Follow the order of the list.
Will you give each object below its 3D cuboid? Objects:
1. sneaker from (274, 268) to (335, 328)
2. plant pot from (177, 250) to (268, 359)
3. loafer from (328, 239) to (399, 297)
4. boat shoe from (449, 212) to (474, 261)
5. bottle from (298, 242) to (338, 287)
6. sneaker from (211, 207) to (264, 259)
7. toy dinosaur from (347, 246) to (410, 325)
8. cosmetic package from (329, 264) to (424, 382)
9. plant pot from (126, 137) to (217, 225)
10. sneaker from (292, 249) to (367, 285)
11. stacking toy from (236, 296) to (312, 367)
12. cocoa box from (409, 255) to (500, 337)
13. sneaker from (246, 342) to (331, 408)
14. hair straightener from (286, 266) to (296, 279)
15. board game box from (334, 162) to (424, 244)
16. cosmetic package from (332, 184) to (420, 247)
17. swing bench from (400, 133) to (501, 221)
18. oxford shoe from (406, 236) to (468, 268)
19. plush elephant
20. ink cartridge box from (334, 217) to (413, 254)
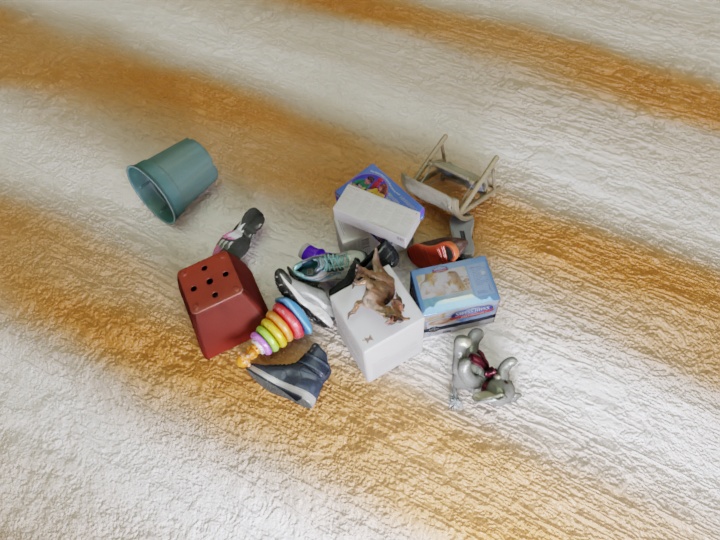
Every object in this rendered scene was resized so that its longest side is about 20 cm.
[{"bbox_3d":[-0.135,0.059,1.434,0.200,0.074,0.080,42,70,-18],"label":"sneaker"},{"bbox_3d":[-0.358,0.070,1.453,0.198,0.177,0.201,-25,62,-9],"label":"plant pot"},{"bbox_3d":[0.000,0.000,1.390,0.200,0.071,0.068,-35,20,6],"label":"loafer"},{"bbox_3d":[0.275,-0.088,1.554,0.068,0.057,0.201,3,42,5],"label":"boat shoe"},{"bbox_3d":[-0.079,-0.003,1.525,0.199,0.084,0.065,34,57,22],"label":"bottle"},{"bbox_3d":[-0.339,-0.079,1.590,0.080,0.086,0.200,42,57,-6],"label":"sneaker"},{"bbox_3d":[0.048,0.048,1.260,0.134,0.086,0.202,10,50,1],"label":"toy dinosaur"},{"bbox_3d":[0.043,0.131,1.372,0.165,0.201,0.168,-28,62,-11],"label":"cosmetic package"},{"bbox_3d":[-0.536,-0.272,1.664,0.199,0.201,0.196,33,59,21],"label":"plant pot"},{"bbox_3d":[-0.077,-0.008,1.433,0.198,0.086,0.079,-16,73,13],"label":"sneaker"},{"bbox_3d":[-0.227,0.167,1.407,0.200,0.110,0.116,-43,102,-22],"label":"stacking toy"},{"bbox_3d":[0.232,0.066,1.433,0.197,0.132,0.135,-11,60,-2],"label":"cocoa box"},{"bbox_3d":[-0.167,0.236,1.403,0.200,0.077,0.147,20,59,20],"label":"sneaker"},{"bbox_3d":[-0.137,0.058,1.519,0.077,0.041,0.200,-39,65,-16],"label":"hair straightener"},{"bbox_3d":[0.048,-0.169,1.462,0.134,0.045,0.200,-38,64,-15],"label":"board game box"},{"bbox_3d":[0.039,-0.133,1.387,0.198,0.051,0.083,24,68,17],"label":"cosmetic package"},{"bbox_3d":[0.254,-0.246,1.594,0.200,0.130,0.198,-44,54,-16],"label":"swing bench"},{"bbox_3d":[0.200,-0.050,1.497,0.072,0.072,0.199,-31,17,-31],"label":"oxford shoe"},{"bbox_3d":[0.293,0.245,1.315,0.153,0.164,0.203,11,90,26],"label":"plush elephant"},{"bbox_3d":[0.038,-0.099,1.534,0.198,0.146,0.088,-18,61,-5],"label":"ink cartridge box"}]
